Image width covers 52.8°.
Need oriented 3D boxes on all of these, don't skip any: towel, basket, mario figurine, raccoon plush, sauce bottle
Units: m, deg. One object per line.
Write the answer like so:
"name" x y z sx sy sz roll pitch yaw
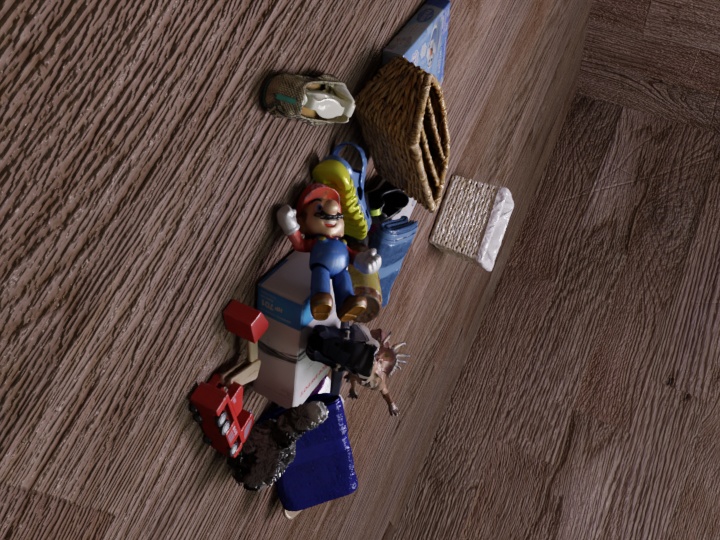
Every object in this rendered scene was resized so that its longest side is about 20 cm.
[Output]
"towel" -0.087 0.310 1.245 0.050 0.144 0.205 -119 -164 -63
"basket" 0.097 -0.220 1.160 0.143 0.148 0.201 -44 148 -11
"mario figurine" -0.044 -0.040 1.003 0.123 0.104 0.205 35 36 -54
"towel" 0.040 -0.005 1.380 0.111 0.048 0.203 -22 143 -50
"basket" 0.296 -0.126 1.904 0.205 0.157 0.198 -69 162 0
"raccoon plush" -0.115 0.272 1.117 0.134 0.195 0.099 28 42 -73
"sauce bottle" 0.000 0.000 1.208 0.203 0.064 0.067 -93 -172 -52

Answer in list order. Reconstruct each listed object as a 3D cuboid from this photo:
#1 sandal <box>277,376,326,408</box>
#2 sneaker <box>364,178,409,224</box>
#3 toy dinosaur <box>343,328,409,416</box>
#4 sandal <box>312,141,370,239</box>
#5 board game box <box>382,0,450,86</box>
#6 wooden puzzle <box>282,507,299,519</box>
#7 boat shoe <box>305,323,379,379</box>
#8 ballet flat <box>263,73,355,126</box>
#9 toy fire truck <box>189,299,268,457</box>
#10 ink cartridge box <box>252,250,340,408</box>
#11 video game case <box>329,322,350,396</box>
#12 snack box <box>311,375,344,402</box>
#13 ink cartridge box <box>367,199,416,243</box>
"sandal" -0.084 0.195 1.302 0.084 0.049 0.205 90 25 -50
"sneaker" 0.057 -0.119 1.290 0.199 0.081 0.074 -36 121 -53
"toy dinosaur" 0.024 0.138 1.168 0.202 0.083 0.139 -103 -160 -60
"sandal" -0.016 -0.124 1.133 0.202 0.078 0.089 80 32 -60
"board game box" 0.096 -0.341 1.280 0.200 0.042 0.203 -54 156 -37
"wooden puzzle" -0.101 0.365 1.447 0.185 0.045 0.206 -12 116 -69
"boat shoe" -0.036 0.105 1.065 0.200 0.090 0.077 173 -64 -79
"ballet flat" -0.050 -0.215 0.932 0.199 0.074 0.070 -27 134 -65
"toy fire truck" -0.173 0.153 1.000 0.143 0.048 0.203 -59 159 -33
"ink cartridge box" -0.091 0.084 1.107 0.147 0.084 0.204 -46 152 -52
"video game case" -0.034 0.123 1.297 0.201 0.018 0.146 -86 -174 -62
"snack box" -0.103 0.291 1.319 0.201 0.024 0.073 -54 128 -31
"ink cartridge box" 0.074 -0.132 1.439 0.204 0.041 0.119 -64 160 -10
